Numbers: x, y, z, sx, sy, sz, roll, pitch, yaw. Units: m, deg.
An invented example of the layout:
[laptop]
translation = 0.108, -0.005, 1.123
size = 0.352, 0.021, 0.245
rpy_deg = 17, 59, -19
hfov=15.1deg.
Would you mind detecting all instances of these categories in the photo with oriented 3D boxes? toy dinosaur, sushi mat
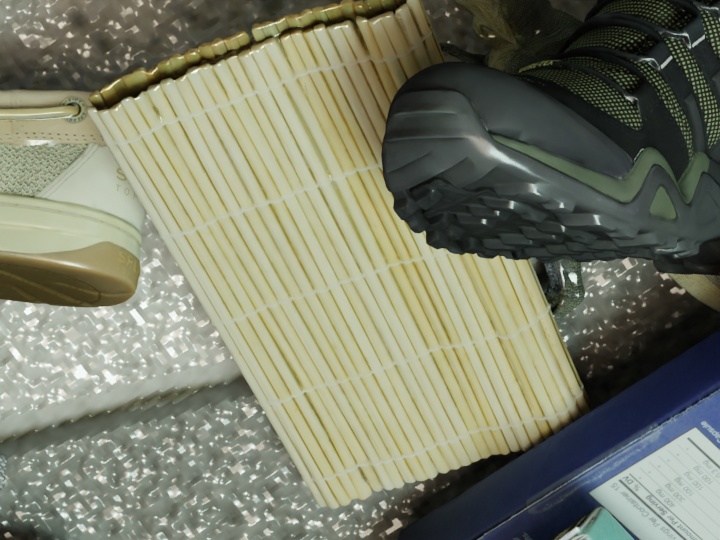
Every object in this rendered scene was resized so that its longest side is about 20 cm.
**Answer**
[toy dinosaur]
translation = 0.061, -0.024, 0.833
size = 0.088, 0.047, 0.200
rpy_deg = -40, 114, 6
[sushi mat]
translation = 0.000, 0.000, 0.799
size = 0.095, 0.012, 0.200
rpy_deg = -18, 137, 9

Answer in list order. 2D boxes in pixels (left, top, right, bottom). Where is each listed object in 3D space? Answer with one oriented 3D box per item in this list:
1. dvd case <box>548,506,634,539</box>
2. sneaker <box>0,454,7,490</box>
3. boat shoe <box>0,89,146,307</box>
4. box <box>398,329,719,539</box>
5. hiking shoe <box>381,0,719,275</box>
[dvd case]
translation = 0.056, 0.175, 0.872
size = 0.146, 0.022, 0.200
rpy_deg = 46, 126, -5
[sneaker]
translation = -0.154, 0.039, 0.792
size = 0.139, 0.199, 0.078
rpy_deg = 26, 68, -34
[boat shoe]
translation = -0.159, -0.036, 0.805
size = 0.199, 0.072, 0.065
rpy_deg = 8, 77, 5
[box]
translation = 0.099, 0.095, 0.869
size = 0.200, 0.032, 0.121
rpy_deg = -35, 119, 26
[hiking shoe]
translation = 0.076, -0.052, 0.765
size = 0.075, 0.199, 0.101
rpy_deg = -3, 84, 39
